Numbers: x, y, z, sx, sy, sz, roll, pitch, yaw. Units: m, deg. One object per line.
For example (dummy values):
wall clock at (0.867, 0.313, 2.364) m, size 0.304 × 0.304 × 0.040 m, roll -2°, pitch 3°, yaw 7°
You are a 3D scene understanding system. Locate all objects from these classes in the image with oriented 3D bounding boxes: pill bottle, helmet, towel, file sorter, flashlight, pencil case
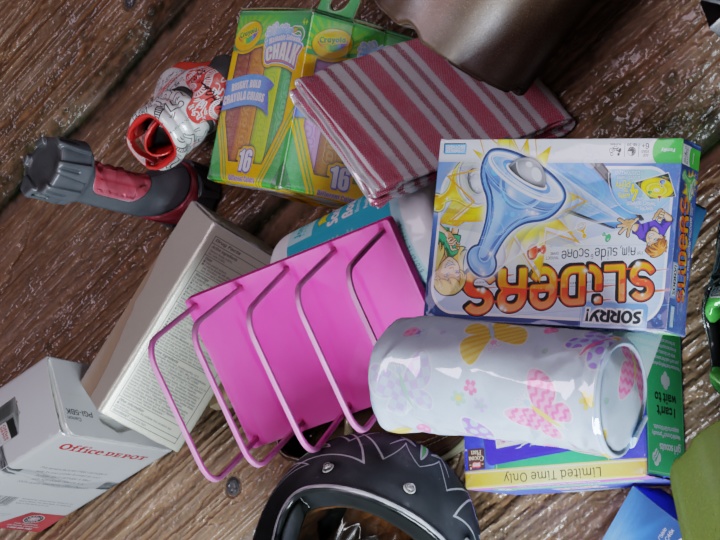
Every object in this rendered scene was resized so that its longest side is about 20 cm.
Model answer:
pill bottle at (0.000, 0.000, 1.695) m, size 0.199 × 0.111 × 0.112 m, roll -26°, pitch 65°, yaw 23°
helmet at (0.005, 0.226, 1.611) m, size 0.199 × 0.200 × 0.192 m, roll 23°, pitch 82°, yaw 40°
towel at (0.059, -0.134, 1.660) m, size 0.147 × 0.199 × 0.030 m, roll 53°, pitch 152°, yaw 33°
file sorter at (-0.049, 0.069, 1.604) m, size 0.199 × 0.125 × 0.140 m, roll -21°, pitch 99°, yaw 23°
flashlight at (-0.217, -0.084, 1.852) m, size 0.067 × 0.199 × 0.068 m, roll -8°, pitch 76°, yaw 37°
pencil case at (0.102, 0.084, 1.422) m, size 0.198 × 0.083 × 0.091 m, roll 2°, pitch 120°, yaw 33°

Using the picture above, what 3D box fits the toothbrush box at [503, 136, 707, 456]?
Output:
toothbrush box at (0.150, 0.020, 1.502) m, size 0.146 × 0.085 × 0.202 m, roll 20°, pitch 93°, yaw 35°

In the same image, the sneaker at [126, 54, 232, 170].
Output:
sneaker at (-0.178, -0.139, 1.850) m, size 0.068 × 0.108 × 0.201 m, roll 56°, pitch 157°, yaw -12°

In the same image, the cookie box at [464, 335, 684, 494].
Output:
cookie box at (0.166, 0.071, 1.582) m, size 0.170 × 0.075 × 0.202 m, roll -9°, pitch 77°, yaw 36°

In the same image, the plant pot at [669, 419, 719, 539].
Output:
plant pot at (0.301, 0.202, 1.393) m, size 0.200 × 0.199 × 0.191 m, roll -41°, pitch 46°, yaw 26°

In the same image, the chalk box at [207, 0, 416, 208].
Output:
chalk box at (-0.036, -0.162, 1.749) m, size 0.124 × 0.123 × 0.202 m, roll 8°, pitch 87°, yaw 55°

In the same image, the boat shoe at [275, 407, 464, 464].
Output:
boat shoe at (0.013, 0.136, 1.698) m, size 0.201 × 0.075 × 0.075 m, roll -21°, pitch 69°, yaw 35°

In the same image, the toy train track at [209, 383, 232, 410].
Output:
toy train track at (-0.050, 0.080, 1.793) m, size 0.199 × 0.032 × 0.116 m, roll -27°, pitch 54°, yaw 27°

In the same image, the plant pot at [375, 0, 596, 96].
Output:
plant pot at (0.121, -0.262, 1.601) m, size 0.200 × 0.199 × 0.199 m, roll 46°, pitch 109°, yaw 36°

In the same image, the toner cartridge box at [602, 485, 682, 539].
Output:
toner cartridge box at (0.203, 0.275, 1.534) m, size 0.095 × 0.043 × 0.201 m, roll 37°, pitch 106°, yaw 39°

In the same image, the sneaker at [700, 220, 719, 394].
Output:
sneaker at (0.294, 0.003, 1.483) m, size 0.078 × 0.085 × 0.202 m, roll -10°, pitch 75°, yaw 38°

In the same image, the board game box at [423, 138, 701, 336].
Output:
board game box at (0.143, -0.026, 1.443) m, size 0.198 × 0.034 × 0.137 m, roll 1°, pitch 83°, yaw 34°

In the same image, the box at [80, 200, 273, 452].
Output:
box at (-0.159, 0.050, 1.816) m, size 0.201 × 0.095 × 0.078 m, roll -57°, pitch 27°, yaw 3°

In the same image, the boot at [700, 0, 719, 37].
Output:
boot at (0.296, -0.274, 1.474) m, size 0.200 × 0.188 × 0.069 m, roll -46°, pitch 24°, yaw 25°

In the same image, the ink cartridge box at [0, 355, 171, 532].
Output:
ink cartridge box at (-0.301, 0.168, 1.908) m, size 0.199 × 0.146 × 0.084 m, roll -32°, pitch 61°, yaw 30°
